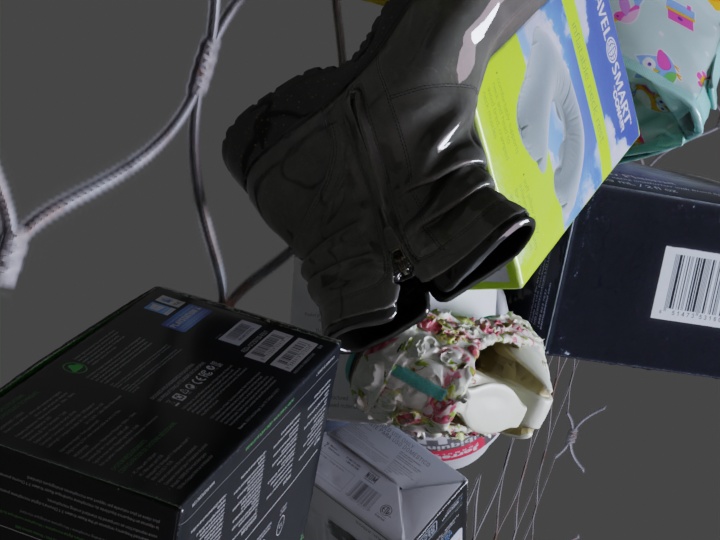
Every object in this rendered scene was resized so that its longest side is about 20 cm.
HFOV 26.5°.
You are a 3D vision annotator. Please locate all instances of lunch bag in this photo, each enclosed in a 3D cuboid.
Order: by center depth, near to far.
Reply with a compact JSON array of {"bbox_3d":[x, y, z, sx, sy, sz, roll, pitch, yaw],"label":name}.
[{"bbox_3d":[0.148,-0.163,1.017,0.123,0.198,0.171,91,19,-46],"label":"lunch bag"}]

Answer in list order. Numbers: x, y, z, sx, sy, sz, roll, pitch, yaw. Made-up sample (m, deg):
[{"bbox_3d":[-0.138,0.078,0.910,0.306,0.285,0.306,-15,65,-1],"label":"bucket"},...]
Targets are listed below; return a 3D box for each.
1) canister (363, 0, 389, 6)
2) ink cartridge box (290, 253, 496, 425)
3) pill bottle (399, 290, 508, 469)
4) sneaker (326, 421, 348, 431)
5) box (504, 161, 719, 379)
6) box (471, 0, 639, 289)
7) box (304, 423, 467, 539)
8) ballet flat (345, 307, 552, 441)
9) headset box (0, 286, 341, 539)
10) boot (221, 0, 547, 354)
[{"bbox_3d":[0.036,-0.244,0.726,0.149,0.086,0.202,75,34,-63],"label":"canister"},{"bbox_3d":[0.022,-0.020,0.835,0.116,0.067,0.203,8,85,-57],"label":"ink cartridge box"},{"bbox_3d":[0.053,0.071,1.078,0.200,0.110,0.112,74,34,-64],"label":"pill bottle"},{"bbox_3d":[0.000,0.000,0.918,0.201,0.065,0.079,-62,140,-29],"label":"sneaker"},{"bbox_3d":[0.196,-0.011,1.094,0.198,0.198,0.125,-141,-119,-71],"label":"box"},{"bbox_3d":[0.097,-0.091,0.845,0.200,0.047,0.123,-48,128,-45],"label":"box"},{"bbox_3d":[0.006,0.170,0.969,0.060,0.116,0.201,-44,152,-26],"label":"box"},{"bbox_3d":[0.058,0.060,0.757,0.199,0.064,0.076,3,112,-63],"label":"ballet flat"},{"bbox_3d":[-0.091,0.134,0.614,0.174,0.092,0.202,-43,146,-65],"label":"headset box"},{"bbox_3d":[0.043,-0.058,0.687,0.199,0.131,0.068,-39,152,5],"label":"boot"}]
